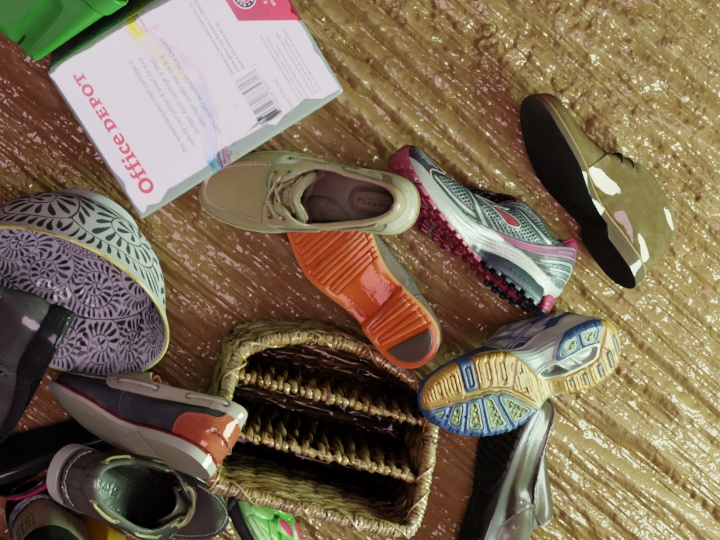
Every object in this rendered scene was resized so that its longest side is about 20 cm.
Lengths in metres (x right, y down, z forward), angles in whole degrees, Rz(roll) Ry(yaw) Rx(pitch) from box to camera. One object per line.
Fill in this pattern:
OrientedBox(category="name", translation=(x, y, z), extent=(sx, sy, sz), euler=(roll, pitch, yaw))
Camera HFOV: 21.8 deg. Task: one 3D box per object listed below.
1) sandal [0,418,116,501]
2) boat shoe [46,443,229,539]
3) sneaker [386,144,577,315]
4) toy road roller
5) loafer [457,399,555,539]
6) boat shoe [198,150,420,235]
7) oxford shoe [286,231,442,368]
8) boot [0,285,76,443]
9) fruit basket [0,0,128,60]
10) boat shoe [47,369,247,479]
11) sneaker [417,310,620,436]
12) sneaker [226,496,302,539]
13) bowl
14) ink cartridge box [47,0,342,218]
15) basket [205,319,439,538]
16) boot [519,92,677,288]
OrientedBox(category="sandal", translation=(-0.279, 0.170, 1.645), extent=(0.199, 0.075, 0.045), euler=(-16, 116, -7))
OrientedBox(category="boat shoe", translation=(-0.181, 0.201, 1.625), extent=(0.201, 0.060, 0.073), euler=(26, 78, -46))
OrientedBox(category="sneaker", translation=(0.105, -0.045, 1.652), extent=(0.200, 0.081, 0.075), euler=(39, 77, -20))
OrientedBox(category="toy road roller", translation=(-0.279, 0.302, 1.650), extent=(0.146, 0.123, 0.200), euler=(38, 94, -25))
OrientedBox(category="loafer", translation=(0.143, 0.201, 1.718), extent=(0.070, 0.073, 0.201), euler=(10, 106, -21))
OrientedBox(category="boat shoe", translation=(-0.051, -0.068, 1.593), extent=(0.198, 0.064, 0.072), euler=(2, 89, 18))
OrientedBox(category="oxford shoe", translation=(0.000, 0.000, 1.652), extent=(0.071, 0.073, 0.201), euler=(-35, 87, 13))
OrientedBox(category="boot", translation=(-0.328, 0.062, 1.582), extent=(0.131, 0.070, 0.200), euler=(28, 133, -7))
OrientedBox(category="fruit basket", translation=(-0.208, -0.280, 1.483), extent=(0.155, 0.216, 0.216), euler=(40, 95, -14))
OrientedBox(category="boat shoe", translation=(-0.182, 0.117, 1.575), extent=(0.063, 0.199, 0.071), euler=(-56, 139, -22))
OrientedBox(category="sneaker", translation=(0.131, 0.089, 1.658), extent=(0.199, 0.088, 0.076), euler=(-15, 108, -23))
OrientedBox(category="sneaker", translation=(-0.087, 0.272, 1.667), extent=(0.083, 0.077, 0.201), euler=(-12, 129, 7))
OrientedBox(category="bowl", translation=(-0.242, -0.006, 1.579), extent=(0.200, 0.201, 0.095), euler=(28, 54, -13))
OrientedBox(category="ink cartridge box", translation=(-0.140, -0.165, 1.548), extent=(0.199, 0.145, 0.146), euler=(-31, 106, -1))
OrientedBox(category="basket", translation=(-0.031, 0.129, 1.630), extent=(0.199, 0.149, 0.144), euler=(16, 100, -11))
OrientedBox(category="boot", translation=(0.212, -0.085, 1.667), extent=(0.075, 0.074, 0.201), euler=(-40, 110, -17))
